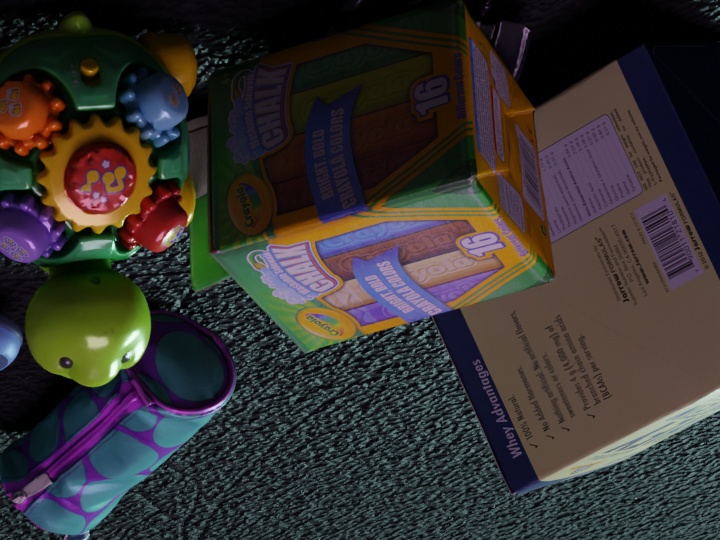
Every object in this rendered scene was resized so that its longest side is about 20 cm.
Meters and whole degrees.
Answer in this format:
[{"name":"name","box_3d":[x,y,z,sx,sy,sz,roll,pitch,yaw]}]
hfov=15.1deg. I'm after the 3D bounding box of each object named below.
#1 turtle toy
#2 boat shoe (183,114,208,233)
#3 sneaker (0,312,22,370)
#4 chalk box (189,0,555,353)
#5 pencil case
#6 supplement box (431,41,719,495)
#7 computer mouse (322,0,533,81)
[{"name":"turtle toy","box_3d":[-0.149,-0.039,1.454,0.145,0.101,0.201,-6,110,-19]},{"name":"boat shoe","box_3d":[-0.112,-0.057,1.577,0.199,0.072,0.068,-6,-169,-32]},{"name":"sneaker","box_3d":[-0.306,0.074,1.696,0.199,0.083,0.074,-13,153,-8]},{"name":"chalk box","box_3d":[-0.010,-0.045,1.495,0.199,0.125,0.124,-16,146,18]},{"name":"pencil case","box_3d":[-0.166,0.105,1.824,0.092,0.085,0.200,-31,170,-45]},{"name":"supplement box","box_3d":[0.157,-0.003,1.617,0.199,0.201,0.134,-30,169,30]},{"name":"computer mouse","box_3d":[0.035,-0.114,1.539,0.140,0.046,0.200,0,150,-30]}]
